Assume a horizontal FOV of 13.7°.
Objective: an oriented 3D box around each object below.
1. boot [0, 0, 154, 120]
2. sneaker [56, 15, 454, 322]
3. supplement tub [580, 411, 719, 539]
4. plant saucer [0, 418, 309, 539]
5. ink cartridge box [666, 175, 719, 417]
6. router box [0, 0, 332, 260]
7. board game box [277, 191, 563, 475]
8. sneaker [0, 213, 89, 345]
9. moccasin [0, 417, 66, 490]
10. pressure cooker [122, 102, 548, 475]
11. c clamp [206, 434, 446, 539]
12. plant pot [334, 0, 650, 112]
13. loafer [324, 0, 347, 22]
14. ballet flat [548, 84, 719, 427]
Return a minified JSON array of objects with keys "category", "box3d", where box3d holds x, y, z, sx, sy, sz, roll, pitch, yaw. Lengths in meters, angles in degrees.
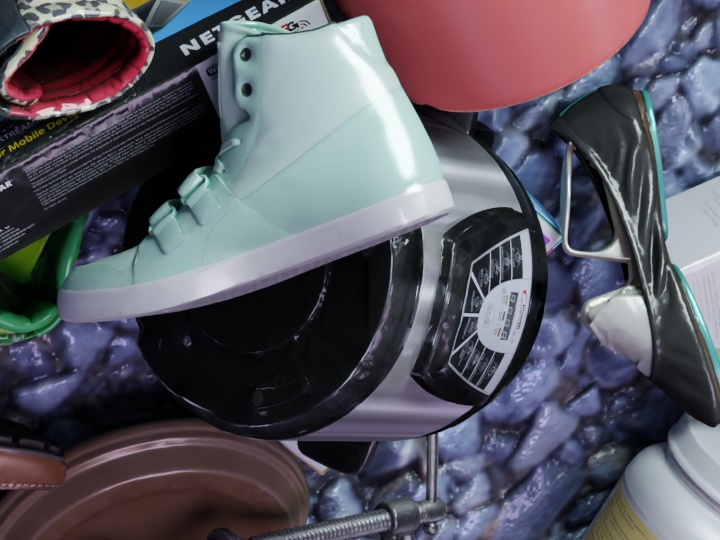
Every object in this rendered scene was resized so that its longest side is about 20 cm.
[{"category":"boot","box3d":[-0.206,-0.129,1.391,0.203,0.154,0.074,-9,127,-23]},{"category":"sneaker","box3d":[-0.063,-0.050,1.397,0.200,0.119,0.074,-20,177,18]},{"category":"supplement tub","box3d":[0.202,0.198,1.862,0.145,0.146,0.201,16,114,-36]},{"category":"plant saucer","box3d":[-0.121,0.160,1.709,0.199,0.030,0.201,-13,140,-11]},{"category":"ink cartridge box","box3d":[0.263,-0.010,1.794,0.199,0.067,0.118,-23,131,-11]},{"category":"router box","box3d":[-0.125,-0.103,1.458,0.199,0.149,0.051,-29,131,-7]},{"category":"board game box","box3d":[-0.003,0.004,1.677,0.200,0.040,0.153,-44,132,7]},{"category":"sneaker","box3d":[-0.196,0.008,1.534,0.074,0.084,0.200,13,130,-26]},{"category":"moccasin","box3d":[-0.254,0.118,1.592,0.200,0.074,0.078,-6,102,-26]},{"category":"pressure cooker","box3d":[-0.002,-0.002,1.522,0.175,0.179,0.200,-31,162,25]},{"category":"c clamp","box3d":[-0.024,0.172,1.698,0.199,0.027,0.172,-15,103,-40]},{"category":"plant pot","box3d":[0.049,-0.187,1.440,0.200,0.201,0.178,-28,123,-7]},{"category":"loafer","box3d":[-0.060,-0.115,1.554,0.199,0.073,0.073,-19,92,-8]},{"category":"ballet flat","box3d":[0.151,-0.003,1.690,0.068,0.201,0.068,-15,174,-4]}]
